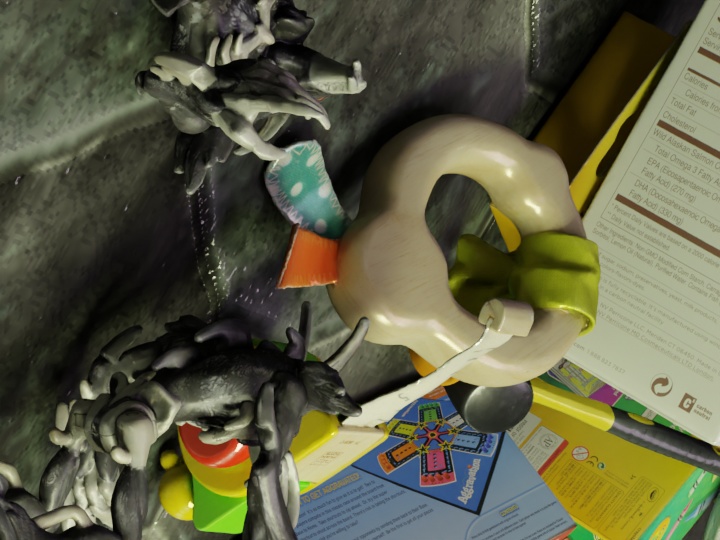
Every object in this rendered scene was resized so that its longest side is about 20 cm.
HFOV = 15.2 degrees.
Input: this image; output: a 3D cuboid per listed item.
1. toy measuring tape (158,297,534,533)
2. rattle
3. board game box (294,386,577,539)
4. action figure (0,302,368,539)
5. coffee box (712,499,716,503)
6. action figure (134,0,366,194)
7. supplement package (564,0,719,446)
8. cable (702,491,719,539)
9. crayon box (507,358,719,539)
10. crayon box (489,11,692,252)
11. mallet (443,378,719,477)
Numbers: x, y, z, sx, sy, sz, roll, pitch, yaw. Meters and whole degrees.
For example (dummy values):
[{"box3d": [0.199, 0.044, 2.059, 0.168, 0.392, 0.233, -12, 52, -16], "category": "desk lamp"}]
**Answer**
[{"box3d": [-0.016, 0.044, 1.130, 0.200, 0.074, 0.073, -36, 168, 29], "category": "toy measuring tape"}, {"box3d": [0.000, 0.000, 1.211, 0.200, 0.143, 0.131, -10, 96, -41], "category": "rattle"}, {"box3d": [0.021, 0.113, 1.295, 0.019, 0.103, 0.200, -44, 166, 32], "category": "board game box"}, {"box3d": [-0.079, 0.079, 1.036, 0.200, 0.119, 0.102, -22, 122, -39], "category": "action figure"}, {"box3d": [0.319, 0.104, 1.608, 0.200, 0.200, 0.198, -46, -162, 1], "category": "coffee box"}, {"box3d": [-0.033, -0.096, 0.951, 0.119, 0.102, 0.200, -64, 157, -19], "category": "action figure"}, {"box3d": [0.189, -0.023, 1.316, 0.200, 0.117, 0.117, -61, 155, 3], "category": "supplement package"}, {"box3d": [0.278, 0.168, 1.475, 0.200, 0.069, 0.200, -44, 111, 3], "category": "cable"}, {"box3d": [0.155, 0.073, 1.483, 0.200, 0.119, 0.058, -46, 153, -26], "category": "crayon box"}, {"box3d": [0.131, -0.045, 1.383, 0.127, 0.051, 0.200, -54, 156, -13], "category": "crayon box"}, {"box3d": [0.116, 0.066, 1.377, 0.200, 0.066, 0.041, 18, 119, -39], "category": "mallet"}]
